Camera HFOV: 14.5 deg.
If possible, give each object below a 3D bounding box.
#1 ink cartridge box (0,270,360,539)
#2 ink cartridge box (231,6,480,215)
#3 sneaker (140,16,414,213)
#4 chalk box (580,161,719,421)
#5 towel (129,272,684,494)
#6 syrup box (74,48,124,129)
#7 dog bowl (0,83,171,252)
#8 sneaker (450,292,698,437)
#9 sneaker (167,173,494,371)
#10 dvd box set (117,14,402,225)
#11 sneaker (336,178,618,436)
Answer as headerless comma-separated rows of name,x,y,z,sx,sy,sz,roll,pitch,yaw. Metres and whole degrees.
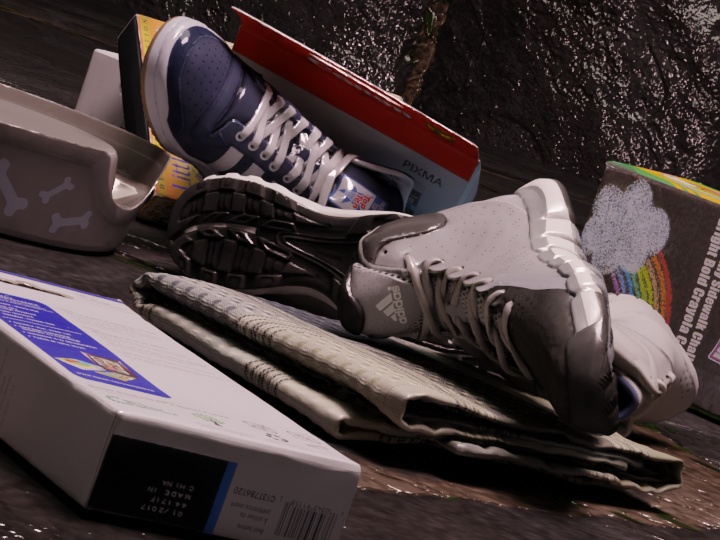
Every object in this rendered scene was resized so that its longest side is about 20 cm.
ink cartridge box,-0.090,0.044,0.999,0.099,0.039,0.200,15,9,-31
ink cartridge box,-0.010,-0.078,1.621,0.160,0.047,0.200,30,-4,4
sneaker,-0.040,-0.063,1.565,0.108,0.070,0.200,15,-28,32
chalk box,0.237,0.027,1.709,0.200,0.125,0.124,25,9,35
towel,0.020,0.057,1.281,0.192,0.035,0.200,17,4,-42
syrup box,-0.099,-0.085,1.877,0.081,0.079,0.200,24,8,36
dog bowl,-0.203,-0.065,1.502,0.200,0.059,0.200,18,6,-2
sneaker,0.118,0.053,1.414,0.087,0.075,0.200,45,15,33
sneaker,0.000,0.000,1.492,0.200,0.074,0.079,21,2,19
dvd box set,-0.054,-0.072,1.758,0.200,0.029,0.146,15,47,-30
sneaker,0.049,0.024,1.261,0.115,0.075,0.200,-7,22,-1
